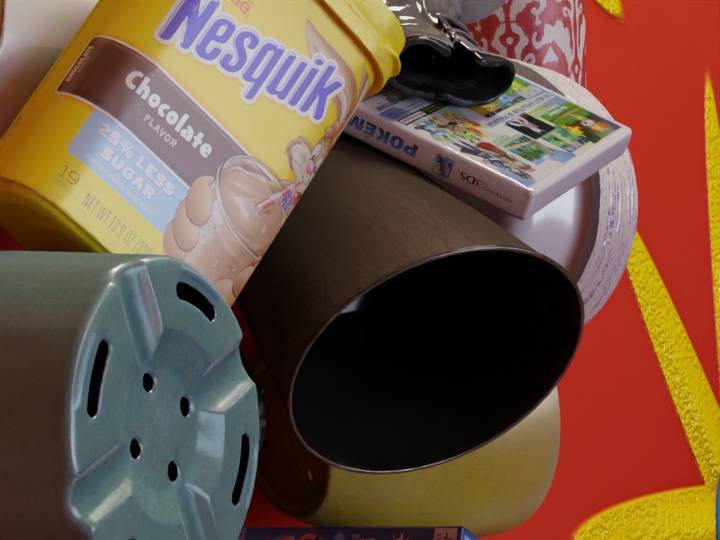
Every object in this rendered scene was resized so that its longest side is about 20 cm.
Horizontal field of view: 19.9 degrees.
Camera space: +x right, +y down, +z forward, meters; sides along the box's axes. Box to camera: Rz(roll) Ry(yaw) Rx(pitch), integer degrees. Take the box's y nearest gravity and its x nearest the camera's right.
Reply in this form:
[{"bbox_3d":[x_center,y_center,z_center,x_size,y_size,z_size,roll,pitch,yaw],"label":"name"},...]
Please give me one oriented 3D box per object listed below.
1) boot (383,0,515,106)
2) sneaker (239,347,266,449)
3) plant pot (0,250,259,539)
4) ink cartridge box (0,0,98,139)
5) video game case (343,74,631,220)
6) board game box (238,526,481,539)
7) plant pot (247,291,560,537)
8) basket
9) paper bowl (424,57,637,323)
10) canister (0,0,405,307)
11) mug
[{"bbox_3d":[0.051,-0.146,1.256,0.199,0.132,0.070,-9,134,-46],"label":"boot"},{"bbox_3d":[-0.100,0.057,1.183,0.098,0.070,0.202,0,83,-68],"label":"sneaker"},{"bbox_3d":[-0.164,0.073,0.930,0.200,0.195,0.202,11,77,-60],"label":"plant pot"},{"bbox_3d":[-0.118,-0.117,1.057,0.160,0.050,0.202,14,99,-38],"label":"ink cartridge box"},{"bbox_3d":[0.055,-0.097,1.243,0.200,0.181,0.022,-30,144,-63],"label":"video game case"},{"bbox_3d":[-0.002,0.187,1.209,0.135,0.198,0.035,42,51,-53],"label":"board game box"},{"bbox_3d":[0.006,0.087,1.281,0.141,0.199,0.202,-15,101,-35],"label":"plant pot"},{"bbox_3d":[0.000,0.000,1.162,0.179,0.200,0.137,-13,125,-22],"label":"basket"},{"bbox_3d":[0.078,-0.044,1.382,0.104,0.199,0.203,8,80,-57],"label":"paper bowl"},{"bbox_3d":[-0.083,-0.078,1.016,0.149,0.086,0.201,44,66,-30],"label":"canister"},{"bbox_3d":[0.122,-0.205,1.564,0.177,0.132,0.202,-22,109,-58],"label":"mug"}]
